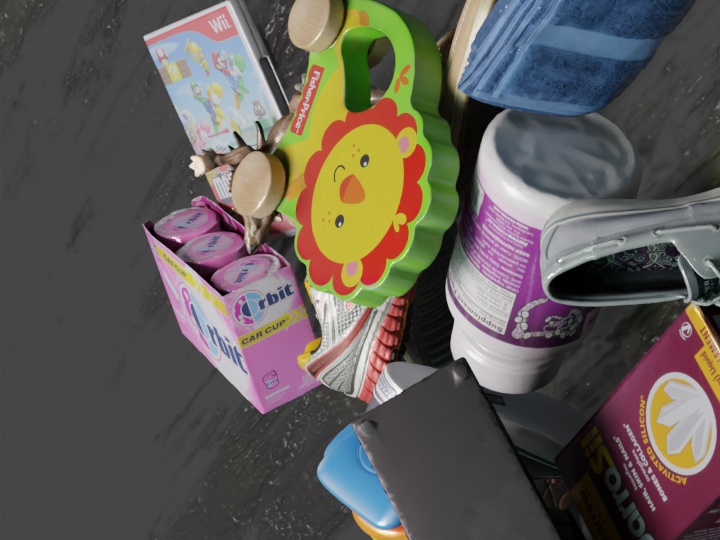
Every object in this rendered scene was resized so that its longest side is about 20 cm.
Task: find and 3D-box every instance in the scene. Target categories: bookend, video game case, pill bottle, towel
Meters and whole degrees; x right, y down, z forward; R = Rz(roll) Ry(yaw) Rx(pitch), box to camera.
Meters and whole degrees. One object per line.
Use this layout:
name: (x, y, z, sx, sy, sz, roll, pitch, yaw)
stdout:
bookend: (0.103, 0.178, 1.415, 0.199, 0.092, 0.200, 62, -169, 16)
video game case: (-0.099, -0.119, 1.689, 0.143, 0.017, 0.200, -11, 105, 54)
pill bottle: (0.120, -0.010, 1.409, 0.112, 0.112, 0.200, 40, 141, 26)
towel: (0.148, -0.164, 1.271, 0.200, 0.111, 0.049, 124, 148, -52)

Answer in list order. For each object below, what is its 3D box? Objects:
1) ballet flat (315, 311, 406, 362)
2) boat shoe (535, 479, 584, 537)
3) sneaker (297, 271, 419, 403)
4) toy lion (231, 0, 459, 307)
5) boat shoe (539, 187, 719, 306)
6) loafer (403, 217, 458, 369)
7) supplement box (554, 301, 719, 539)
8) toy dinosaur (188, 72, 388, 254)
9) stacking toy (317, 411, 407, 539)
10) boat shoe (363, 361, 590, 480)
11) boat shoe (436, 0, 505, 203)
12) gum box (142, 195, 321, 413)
ballet flat: (-0.006, 0.030, 1.629, 0.068, 0.075, 0.200, 23, 132, 37)
boat shoe: (0.134, 0.215, 1.590, 0.073, 0.074, 0.200, -17, 100, 55)
sneaker: (0.000, 0.000, 1.477, 0.082, 0.078, 0.201, 15, 109, 9)
toy lion: (0.003, -0.082, 1.402, 0.192, 0.069, 0.201, 25, 98, 50)
boat shoe: (0.209, -0.007, 1.267, 0.200, 0.072, 0.070, -5, 133, 18)
loafer: (0.042, -0.008, 1.556, 0.070, 0.075, 0.201, 16, 122, 62)
supplement box: (0.226, 0.114, 1.350, 0.111, 0.085, 0.200, 64, 143, 26)
toy dinosaur: (-0.045, -0.099, 1.570, 0.200, 0.136, 0.086, -39, 92, 16)
stacking toy: (0.052, 0.212, 1.688, 0.110, 0.116, 0.200, 35, 153, 44)
boat shoe: (0.095, 0.126, 1.487, 0.068, 0.200, 0.072, -64, 24, 24)
boat shoe: (0.071, -0.133, 1.416, 0.064, 0.071, 0.200, 40, 142, 25)
gum box: (-0.108, 0.023, 1.709, 0.200, 0.066, 0.114, 37, 149, 58)
